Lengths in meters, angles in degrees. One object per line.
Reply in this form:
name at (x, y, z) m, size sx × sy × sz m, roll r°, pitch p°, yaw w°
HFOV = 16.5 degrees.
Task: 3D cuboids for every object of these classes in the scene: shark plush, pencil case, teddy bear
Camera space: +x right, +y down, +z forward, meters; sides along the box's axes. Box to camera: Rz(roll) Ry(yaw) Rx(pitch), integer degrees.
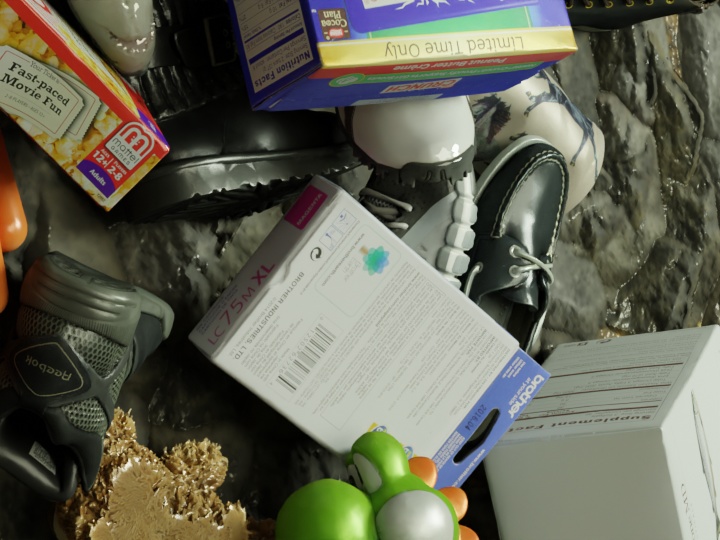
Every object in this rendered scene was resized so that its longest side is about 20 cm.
shark plush at (-0.166, -0.191, 1.287) m, size 0.091 × 0.200 × 0.083 m, roll -37°, pitch 156°, yaw -15°
pencil case at (0.074, -0.106, 1.563) m, size 0.200 × 0.089 × 0.078 m, roll 41°, pitch 25°, yaw -37°
teddy bear at (-0.105, 0.156, 1.365) m, size 0.200 × 0.067 × 0.145 m, roll 19°, pitch 78°, yaw -52°

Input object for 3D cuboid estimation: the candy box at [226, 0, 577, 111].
candy box at (0.007, -0.193, 1.320) m, size 0.169 × 0.077 × 0.200 m, roll -8°, pitch 80°, yaw -35°

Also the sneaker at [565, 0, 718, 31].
sneaker at (0.145, -0.199, 1.624) m, size 0.200 × 0.106 × 0.075 m, roll -4°, pitch 89°, yaw -47°

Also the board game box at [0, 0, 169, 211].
board game box at (-0.185, -0.127, 1.212) m, size 0.046 × 0.152 × 0.200 m, roll -44°, pitch 108°, yaw 2°

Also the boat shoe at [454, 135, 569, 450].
boat shoe at (0.088, 0.016, 1.530) m, size 0.076 × 0.060 × 0.200 m, roll 17°, pitch 94°, yaw -37°

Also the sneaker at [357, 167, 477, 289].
sneaker at (0.000, 0.000, 1.462) m, size 0.115 × 0.075 × 0.201 m, roll 3°, pitch 96°, yaw -41°

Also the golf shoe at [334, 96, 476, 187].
golf shoe at (0.020, -0.136, 1.400) m, size 0.078 × 0.095 × 0.200 m, roll -7°, pitch 50°, yaw -10°

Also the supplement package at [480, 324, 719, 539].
supplement package at (0.164, 0.123, 1.554) m, size 0.200 × 0.117 × 0.117 m, roll -44°, pitch 124°, yaw -65°

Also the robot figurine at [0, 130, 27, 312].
robot figurine at (-0.235, -0.033, 1.202) m, size 0.143 × 0.117 × 0.201 m, roll -11°, pitch 95°, yaw -11°

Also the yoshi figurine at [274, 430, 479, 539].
yoshi figurine at (0.015, 0.189, 1.364) m, size 0.112 × 0.112 × 0.200 m, roll 6°, pitch 54°, yaw -49°

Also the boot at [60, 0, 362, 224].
boot at (-0.079, -0.115, 1.401) m, size 0.211 × 0.079 × 0.158 m, roll -8°, pitch 78°, yaw -60°

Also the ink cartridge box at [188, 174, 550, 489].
ink cartridge box at (0.008, 0.048, 1.422) m, size 0.200 × 0.042 × 0.119 m, roll 40°, pitch 88°, yaw -33°

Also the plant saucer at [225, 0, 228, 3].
plant saucer at (-0.060, -0.228, 1.392) m, size 0.200 × 0.050 × 0.200 m, roll 48°, pitch 28°, yaw -35°

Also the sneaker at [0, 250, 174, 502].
sneaker at (-0.151, 0.052, 1.277) m, size 0.076 × 0.199 × 0.114 m, roll 24°, pitch 92°, yaw -1°
